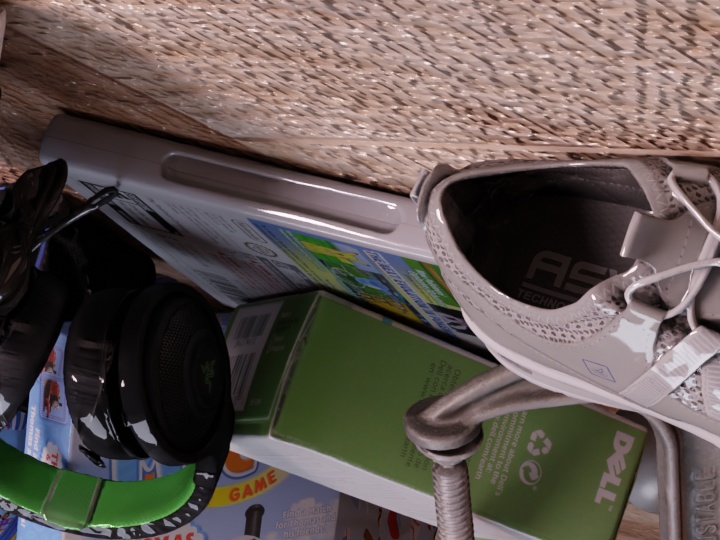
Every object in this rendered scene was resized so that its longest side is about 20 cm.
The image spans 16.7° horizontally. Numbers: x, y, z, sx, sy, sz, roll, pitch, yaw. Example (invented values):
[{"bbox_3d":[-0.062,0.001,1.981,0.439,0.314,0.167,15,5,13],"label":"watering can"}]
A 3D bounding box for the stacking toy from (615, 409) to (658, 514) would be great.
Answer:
[{"bbox_3d":[0.174,0.109,0.971,0.200,0.147,0.146,30,-179,41],"label":"stacking toy"}]

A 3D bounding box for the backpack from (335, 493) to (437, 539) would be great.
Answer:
[{"bbox_3d":[-0.060,0.103,1.200,0.199,0.155,0.190,7,175,23],"label":"backpack"}]

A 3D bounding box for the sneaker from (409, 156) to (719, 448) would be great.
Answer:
[{"bbox_3d":[0.097,0.011,0.636,0.199,0.075,0.082,7,162,36],"label":"sneaker"}]

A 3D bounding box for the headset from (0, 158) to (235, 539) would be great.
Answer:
[{"bbox_3d":[-0.111,0.040,0.881,0.123,0.094,0.200,12,139,7],"label":"headset"}]

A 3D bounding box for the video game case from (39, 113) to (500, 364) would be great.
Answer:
[{"bbox_3d":[0.000,0.000,0.902,0.182,0.022,0.200,14,169,20],"label":"video game case"}]

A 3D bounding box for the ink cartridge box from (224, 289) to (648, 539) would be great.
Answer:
[{"bbox_3d":[0.044,0.072,0.964,0.199,0.060,0.104,23,169,-17],"label":"ink cartridge box"}]

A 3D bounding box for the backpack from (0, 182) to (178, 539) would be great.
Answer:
[{"bbox_3d":[-0.191,0.064,1.065,0.182,0.201,0.134,9,167,37],"label":"backpack"}]

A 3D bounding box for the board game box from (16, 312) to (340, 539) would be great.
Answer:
[{"bbox_3d":[-0.077,0.119,1.042,0.151,0.201,0.037,-3,-167,-41],"label":"board game box"}]

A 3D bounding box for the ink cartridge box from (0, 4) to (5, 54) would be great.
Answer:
[{"bbox_3d":[-0.217,-0.010,0.752,0.197,0.201,0.043,16,-157,5],"label":"ink cartridge box"}]

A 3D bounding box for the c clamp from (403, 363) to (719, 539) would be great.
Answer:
[{"bbox_3d":[0.060,0.109,0.901,0.170,0.201,0.027,0,-147,0],"label":"c clamp"}]
